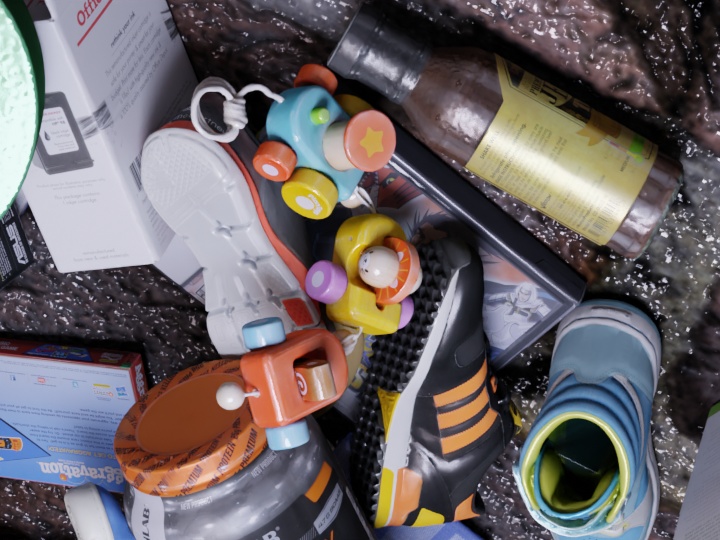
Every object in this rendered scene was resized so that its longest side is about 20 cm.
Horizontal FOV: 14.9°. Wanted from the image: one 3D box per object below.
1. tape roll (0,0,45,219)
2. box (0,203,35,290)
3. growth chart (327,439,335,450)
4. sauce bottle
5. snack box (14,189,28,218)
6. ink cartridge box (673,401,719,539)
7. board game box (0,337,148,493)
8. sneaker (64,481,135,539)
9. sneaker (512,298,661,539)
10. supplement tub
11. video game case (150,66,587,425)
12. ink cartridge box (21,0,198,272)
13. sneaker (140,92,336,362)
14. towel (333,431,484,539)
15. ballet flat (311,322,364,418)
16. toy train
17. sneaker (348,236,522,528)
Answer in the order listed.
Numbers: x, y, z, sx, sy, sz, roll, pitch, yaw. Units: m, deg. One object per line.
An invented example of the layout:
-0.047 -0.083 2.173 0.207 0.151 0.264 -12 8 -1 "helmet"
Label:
-0.264 -0.092 1.419 0.200 0.048 0.201 -1 110 -2 "tape roll"
-0.290 -0.054 1.553 0.086 0.164 0.200 -4 115 33 "box"
-0.064 0.161 1.754 0.145 0.018 0.200 -3 124 22 "growth chart"
0.077 -0.079 1.489 0.200 0.065 0.065 30 130 -4 "sauce bottle"
-0.230 -0.056 1.645 0.072 0.024 0.200 32 130 -3 "snack box"
0.246 0.127 1.495 0.076 0.200 0.148 42 129 -14 "ink cartridge box"
-0.223 0.088 1.747 0.200 0.019 0.103 6 125 21 "board game box"
-0.106 0.181 1.696 0.111 0.077 0.200 -23 135 -4 "sneaker"
0.127 0.129 1.586 0.079 0.131 0.200 6 128 14 "sneaker"
-0.057 0.156 1.565 0.122 0.123 0.200 -10 124 26 "supplement tub"
0.000 0.000 1.603 0.200 0.026 0.181 39 129 -11 "video game case"
-0.153 -0.114 1.515 0.067 0.116 0.200 -5 123 25 "ink cartridge box"
-0.050 -0.015 1.538 0.077 0.082 0.200 -3 126 29 "sneaker"
-0.027 0.208 1.686 0.200 0.024 0.147 -48 122 3 "towel"
-0.068 0.085 1.637 0.069 0.063 0.200 42 134 -7 "ballet flat"
-0.021 -0.012 1.469 0.056 0.150 0.200 -5 97 42 "toy train"
0.055 0.065 1.586 0.090 0.070 0.200 3 125 -19 "sneaker"
